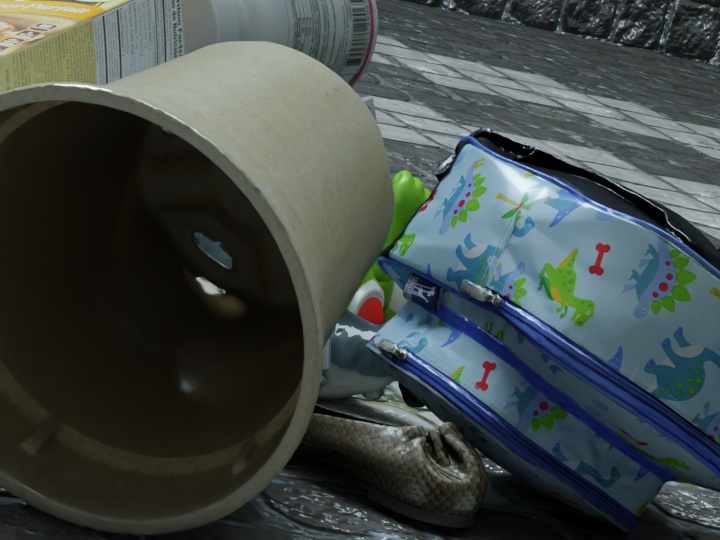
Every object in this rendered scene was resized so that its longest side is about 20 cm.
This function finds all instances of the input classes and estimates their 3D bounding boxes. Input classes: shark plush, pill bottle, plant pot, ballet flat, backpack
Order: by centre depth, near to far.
[{"bbox_3d":[-0.077,-0.012,1.258,0.200,0.201,0.183,17,26,16],"label":"plant pot"},{"bbox_3d":[-0.021,0.073,1.406,0.200,0.046,0.067,21,13,34],"label":"ballet flat"},{"bbox_3d":[0.117,0.041,1.414,0.183,0.147,0.200,36,-6,-33],"label":"backpack"},{"bbox_3d":[-0.023,0.027,1.539,0.200,0.083,0.091,20,12,27],"label":"shark plush"},{"bbox_3d":[-0.080,-0.147,1.718,0.113,0.113,0.200,19,13,23],"label":"pill bottle"}]

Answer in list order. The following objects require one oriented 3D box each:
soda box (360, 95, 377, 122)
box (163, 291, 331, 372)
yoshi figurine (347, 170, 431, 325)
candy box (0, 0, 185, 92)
[{"bbox_3d":[-0.031,-0.060,1.824,0.063,0.070,0.200,-10,-4,-10],"label":"soda box"},{"bbox_3d":[-0.127,0.021,1.427,0.200,0.041,0.156,4,4,-13],"label":"box"},{"bbox_3d":[-0.006,-0.009,1.690,0.200,0.112,0.112,13,0,-37],"label":"yoshi figurine"},{"bbox_3d":[-0.189,-0.117,1.524,0.115,0.055,0.200,7,21,23],"label":"candy box"}]
